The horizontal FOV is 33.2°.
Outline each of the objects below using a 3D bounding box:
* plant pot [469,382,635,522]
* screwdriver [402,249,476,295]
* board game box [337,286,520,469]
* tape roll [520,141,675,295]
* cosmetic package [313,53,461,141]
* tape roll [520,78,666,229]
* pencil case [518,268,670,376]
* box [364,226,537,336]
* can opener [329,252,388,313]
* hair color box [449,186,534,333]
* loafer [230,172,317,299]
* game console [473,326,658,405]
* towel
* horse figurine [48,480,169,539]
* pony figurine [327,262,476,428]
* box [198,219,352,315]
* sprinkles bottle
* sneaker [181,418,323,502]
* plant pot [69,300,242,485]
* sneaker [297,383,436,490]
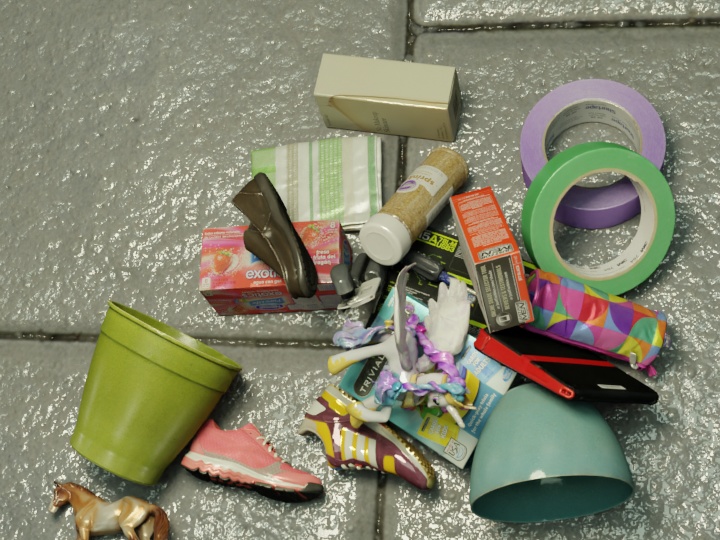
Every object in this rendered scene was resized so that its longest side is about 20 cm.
[{"bbox_3d":[0.226,0.215,1.476,0.197,0.201,0.136,-7,63,7],"label":"plant pot"},{"bbox_3d":[0.140,0.022,1.606,0.199,0.029,0.028,27,75,26],"label":"screwdriver"},{"bbox_3d":[0.092,0.138,1.568,0.199,0.047,0.152,31,95,17],"label":"board game box"},{"bbox_3d":[0.312,-0.066,1.586,0.197,0.048,0.203,-2,107,-8],"label":"tape roll"},{"bbox_3d":[0.042,-0.250,1.746,0.197,0.104,0.074,7,70,14],"label":"cosmetic package"},{"bbox_3d":[0.322,-0.163,1.679,0.197,0.066,0.203,-4,68,10],"label":"tape roll"},{"bbox_3d":[0.298,0.065,1.551,0.198,0.088,0.089,20,71,-6],"label":"pencil case"},{"bbox_3d":[0.123,0.052,1.642,0.198,0.048,0.195,19,71,18],"label":"box"},{"bbox_3d":[0.000,0.000,1.605,0.053,0.200,0.068,-20,105,14],"label":"can opener"},{"bbox_3d":[0.164,-0.018,1.530,0.060,0.103,0.201,-14,28,3],"label":"hair color box"},{"bbox_3d":[-0.116,-0.036,1.603,0.071,0.073,0.201,-29,57,4],"label":"loafer"},{"bbox_3d":[0.252,0.122,1.497,0.176,0.199,0.031,34,108,42],"label":"game console"},{"bbox_3d":[-0.064,-0.119,1.758,0.197,0.031,0.151,-5,65,11],"label":"towel"},{"bbox_3d":[-0.330,0.343,1.601,0.197,0.050,0.134,-6,50,17],"label":"horse figurine"},{"bbox_3d":[0.056,0.101,1.490,0.198,0.166,0.196,-10,77,38],"label":"pony figurine"},{"bbox_3d":[-0.115,-0.002,1.678,0.197,0.103,0.096,-4,66,10],"label":"box"},{"bbox_3d":[0.075,-0.090,1.652,0.068,0.069,0.200,25,48,19],"label":"sprinkles bottle"},{"bbox_3d":[-0.138,0.247,1.597,0.197,0.074,0.088,12,70,15],"label":"sneaker"},{"bbox_3d":[-0.287,0.172,1.606,0.199,0.200,0.195,26,87,19],"label":"plant pot"},{"bbox_3d":[0.008,0.239,1.580,0.199,0.075,0.090,37,88,27],"label":"sneaker"}]
